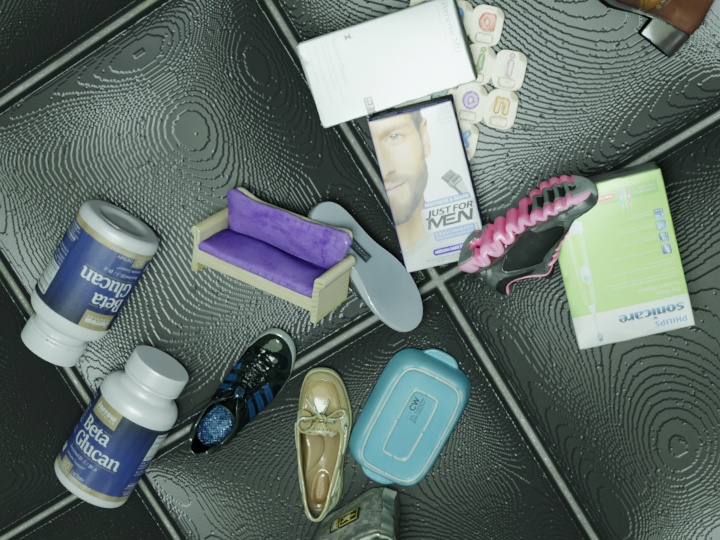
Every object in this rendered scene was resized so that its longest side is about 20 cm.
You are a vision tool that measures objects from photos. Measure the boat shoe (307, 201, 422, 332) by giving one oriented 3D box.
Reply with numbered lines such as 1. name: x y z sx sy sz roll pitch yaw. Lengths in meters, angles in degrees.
1. boat shoe: 0.000 0.000 1.664 0.200 0.066 0.070 46 70 -2

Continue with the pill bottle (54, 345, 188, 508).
1. pill bottle: -0.311 0.203 1.712 0.111 0.111 0.201 32 102 0

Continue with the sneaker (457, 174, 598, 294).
1. sneaker: 0.215 -0.037 1.560 0.200 0.079 0.095 -34 110 32

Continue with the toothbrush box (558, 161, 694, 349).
1. toothbrush box: 0.320 -0.020 1.611 0.145 0.086 0.201 -14 97 11

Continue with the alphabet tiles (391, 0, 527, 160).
1. alphabet tiles: 0.104 -0.243 1.631 0.199 0.015 0.197 12 104 4

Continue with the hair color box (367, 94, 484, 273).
1. hair color box: 0.086 -0.108 1.625 0.109 0.065 0.201 -13 103 9

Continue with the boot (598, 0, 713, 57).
1. boot: 0.369 -0.388 1.547 0.188 0.068 0.200 38 101 -1

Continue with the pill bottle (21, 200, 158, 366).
1. pill bottle: -0.355 0.020 1.675 0.111 0.111 0.200 32 103 0

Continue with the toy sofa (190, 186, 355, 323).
1. toy sofa: -0.110 -0.023 1.621 0.199 0.083 0.098 23 122 22

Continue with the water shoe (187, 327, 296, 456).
1. water shoe: -0.153 0.167 1.703 0.071 0.079 0.200 35 102 -1

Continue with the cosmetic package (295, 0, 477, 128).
1. cosmetic package: 0.036 -0.256 1.587 0.199 0.081 0.113 -18 98 11

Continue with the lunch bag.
1. lunch bag: -0.011 0.387 1.684 0.117 0.164 0.201 25 102 -2

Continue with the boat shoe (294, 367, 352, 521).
1. boat shoe: -0.049 0.230 1.711 0.073 0.063 0.201 -1 100 7

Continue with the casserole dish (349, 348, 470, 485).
1. casserole dish: 0.065 0.198 1.700 0.121 0.039 0.201 27 101 -6
